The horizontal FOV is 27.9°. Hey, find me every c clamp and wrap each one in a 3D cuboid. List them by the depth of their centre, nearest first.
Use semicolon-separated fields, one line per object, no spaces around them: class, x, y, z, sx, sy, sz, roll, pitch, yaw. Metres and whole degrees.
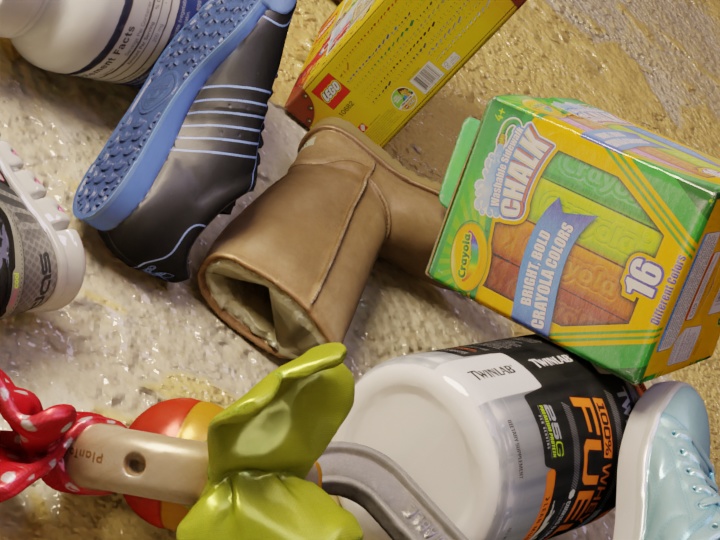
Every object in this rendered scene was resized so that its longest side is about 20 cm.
c clamp;-0.001;0.180;0.712;0.171;0.027;0.200;-27;64;-26

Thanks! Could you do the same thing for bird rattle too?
bird rattle;-0.094;0.094;0.664;0.163;0.199;0.113;47;43;-75

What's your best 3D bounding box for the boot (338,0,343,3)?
boot;0.004;-0.275;1.205;0.200;0.097;0.075;21;39;-33

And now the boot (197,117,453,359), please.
boot;0.000;0.000;0.934;0.175;0.066;0.200;33;34;-4

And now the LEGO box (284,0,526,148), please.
LEGO box;0.045;-0.194;1.065;0.077;0.200;0.149;37;33;-14

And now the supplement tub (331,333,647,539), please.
supplement tub;0.087;0.102;0.857;0.200;0.123;0.123;-6;58;-51

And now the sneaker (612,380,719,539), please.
sneaker;0.189;0.147;0.809;0.074;0.082;0.201;48;44;-38

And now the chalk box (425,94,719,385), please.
chalk box;0.131;-0.033;0.902;0.200;0.125;0.124;27;19;28

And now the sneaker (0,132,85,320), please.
sneaker;-0.223;-0.051;0.716;0.200;0.074;0.087;50;26;-2

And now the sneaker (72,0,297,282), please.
sneaker;-0.087;-0.087;0.854;0.078;0.070;0.200;44;70;-33

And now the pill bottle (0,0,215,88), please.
pill bottle;-0.151;-0.172;0.900;0.200;0.111;0.111;5;50;-47
